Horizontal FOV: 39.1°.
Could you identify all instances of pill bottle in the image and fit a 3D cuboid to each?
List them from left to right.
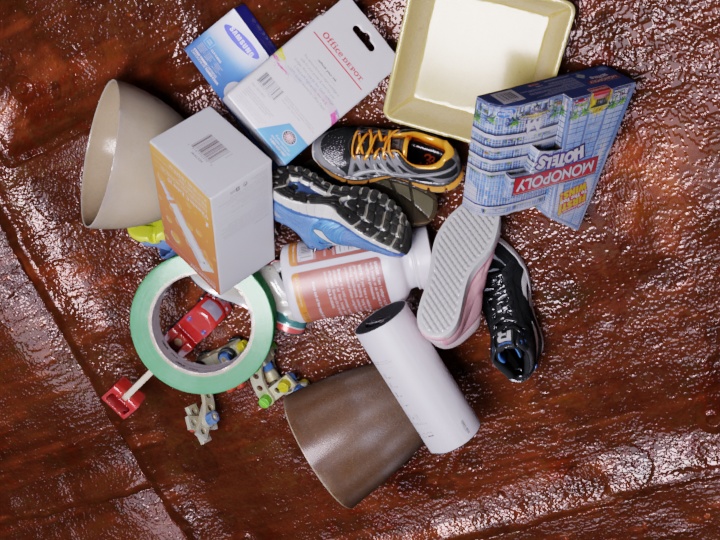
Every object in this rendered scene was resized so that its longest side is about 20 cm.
[{"bbox_3d":[0.000,0.000,1.376,0.200,0.112,0.112,-11,111,6],"label":"pill bottle"}]

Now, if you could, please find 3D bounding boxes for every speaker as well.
[{"bbox_3d":[0.075,0.140,1.336,0.081,0.081,0.200,-27,103,25],"label":"speaker"}]

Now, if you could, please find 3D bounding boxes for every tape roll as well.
[{"bbox_3d":[-0.218,0.071,1.420,0.200,0.048,0.201,0,100,1],"label":"tape roll"}]

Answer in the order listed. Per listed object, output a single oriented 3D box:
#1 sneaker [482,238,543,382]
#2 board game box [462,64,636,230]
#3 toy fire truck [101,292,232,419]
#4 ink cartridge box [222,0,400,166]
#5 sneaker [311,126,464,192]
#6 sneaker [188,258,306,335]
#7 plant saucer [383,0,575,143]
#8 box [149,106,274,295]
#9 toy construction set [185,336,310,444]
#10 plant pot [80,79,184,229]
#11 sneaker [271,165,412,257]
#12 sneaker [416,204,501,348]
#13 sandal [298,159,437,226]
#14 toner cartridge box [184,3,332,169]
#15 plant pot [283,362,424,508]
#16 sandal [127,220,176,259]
[{"bbox_3d":[0.194,0.055,1.353,0.073,0.112,0.200,-19,107,22],"label":"sneaker"},{"bbox_3d":[0.225,-0.131,1.239,0.062,0.200,0.200,44,143,43],"label":"board game box"},{"bbox_3d":[-0.286,0.122,1.508,0.049,0.141,0.200,45,118,-7],"label":"toy fire truck"},{"bbox_3d":[-0.061,-0.240,1.291,0.200,0.068,0.115,-41,100,-6],"label":"ink cartridge box"},{"bbox_3d":[0.036,-0.154,1.308,0.200,0.077,0.078,6,74,5],"label":"sneaker"},{"bbox_3d":[-0.151,0.012,1.471,0.200,0.070,0.093,29,101,5],"label":"sneaker"},{"bbox_3d":[0.146,-0.261,1.260,0.200,0.048,0.200,17,117,9],"label":"plant saucer"},{"bbox_3d":[-0.186,-0.086,1.300,0.124,0.097,0.200,41,152,24],"label":"box"},{"bbox_3d":[-0.188,0.175,1.539,0.200,0.092,0.131,-29,103,15],"label":"toy construction set"},{"bbox_3d":[-0.289,-0.147,1.380,0.134,0.200,0.200,9,122,-26],"label":"plant pot"},{"bbox_3d":[-0.028,-0.064,1.314,0.200,0.079,0.089,23,144,5],"label":"sneaker"},{"bbox_3d":[0.130,0.010,1.322,0.075,0.105,0.200,16,73,20],"label":"sneaker"},{"bbox_3d":[0.007,-0.102,1.364,0.200,0.055,0.082,7,75,12],"label":"sandal"},{"bbox_3d":[-0.135,-0.243,1.354,0.095,0.043,0.200,-33,101,24],"label":"toner cartridge box"},{"bbox_3d":[0.024,0.206,1.447,0.200,0.187,0.187,-32,102,6],"label":"plant pot"},{"bbox_3d":[-0.227,-0.056,1.458,0.200,0.080,0.087,1,149,9],"label":"sandal"}]
